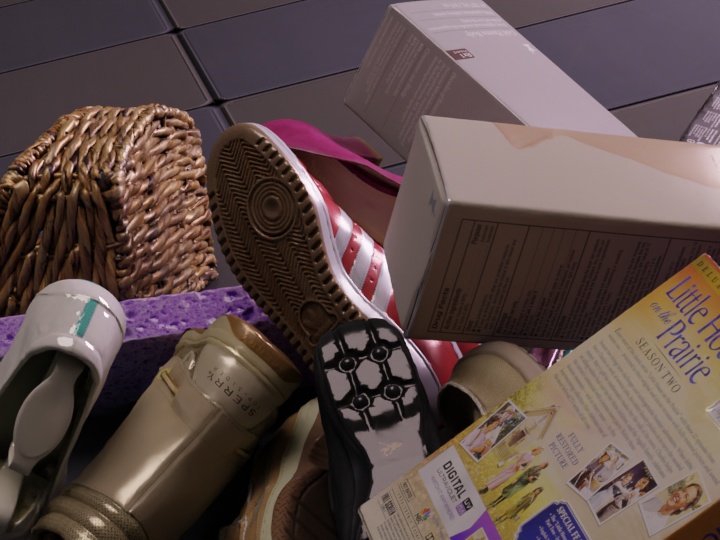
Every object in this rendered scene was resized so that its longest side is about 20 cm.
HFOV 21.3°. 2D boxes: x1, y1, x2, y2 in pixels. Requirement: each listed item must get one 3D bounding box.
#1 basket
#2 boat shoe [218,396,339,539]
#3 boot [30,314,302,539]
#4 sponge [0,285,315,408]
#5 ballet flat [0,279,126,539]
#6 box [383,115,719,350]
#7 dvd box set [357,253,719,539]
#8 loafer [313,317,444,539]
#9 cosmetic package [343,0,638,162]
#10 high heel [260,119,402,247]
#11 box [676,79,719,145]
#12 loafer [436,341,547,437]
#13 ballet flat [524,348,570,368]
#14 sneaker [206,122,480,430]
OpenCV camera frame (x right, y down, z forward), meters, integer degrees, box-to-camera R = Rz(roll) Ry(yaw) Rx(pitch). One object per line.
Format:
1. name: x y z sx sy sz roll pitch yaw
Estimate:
1. basket: -0.194 -0.034 1.275 0.147 0.144 0.200 -3 14 13
2. boat shoe: -0.038 0.137 0.985 0.076 0.072 0.200 -29 14 17
3. boot: -0.110 0.109 1.036 0.156 0.073 0.200 -51 4 -17
4. sponge: -0.108 0.047 1.151 0.198 0.112 0.030 -6 67 10
5. ballet flat: -0.177 0.094 0.985 0.069 0.201 0.070 22 29 -13
6. box: 0.120 -0.015 1.003 0.198 0.096 0.078 6 39 -15
7. dvd box set: 0.099 0.089 0.814 0.199 0.029 0.147 -37 29 4
8. loafer: 0.021 0.118 0.935 0.067 0.071 0.202 -14 56 -2
9. cosmetic package: 0.097 -0.086 1.248 0.200 0.091 0.106 41 31 25
10. high heel: -0.001 -0.032 1.149 0.095 0.068 0.200 1 23 -35
11. box: 0.287 -0.044 1.180 0.192 0.048 0.200 22 34 14
12. loafer: 0.080 0.090 0.927 0.068 0.076 0.200 -35 20 -13
13. ballet flat: 0.114 0.053 1.101 0.071 0.070 0.200 -20 18 30
14. sneaker: 0.000 0.000 1.067 0.071 0.201 0.112 -39 -11 34
